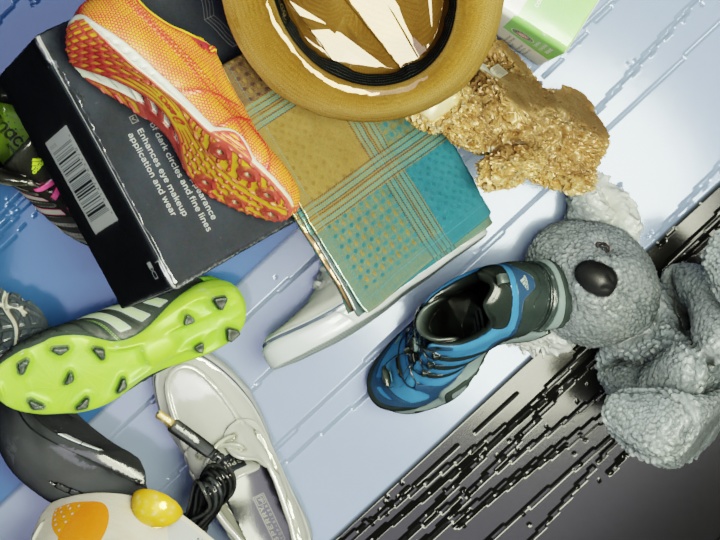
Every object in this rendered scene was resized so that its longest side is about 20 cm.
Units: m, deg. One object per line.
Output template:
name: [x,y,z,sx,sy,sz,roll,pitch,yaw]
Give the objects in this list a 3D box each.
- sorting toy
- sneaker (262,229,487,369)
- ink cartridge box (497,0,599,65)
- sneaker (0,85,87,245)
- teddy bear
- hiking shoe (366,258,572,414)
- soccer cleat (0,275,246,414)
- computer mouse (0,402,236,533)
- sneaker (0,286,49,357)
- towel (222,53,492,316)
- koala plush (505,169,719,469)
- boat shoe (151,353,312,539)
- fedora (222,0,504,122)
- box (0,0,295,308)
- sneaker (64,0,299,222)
sorting toy: [-0.159,0.276,1.276,0.200,0.180,0.107,42,129,-18]
sneaker: [0.000,0.000,1.353,0.200,0.073,0.071,-35,85,-8]
ink cartridge box: [0.080,-0.242,1.294,0.200,0.146,0.084,33,92,-4]
sneaker: [-0.233,-0.077,1.327,0.200,0.087,0.074,38,92,-4]
teddy bear: [0.095,-0.114,1.292,0.067,0.200,0.145,-46,61,29]
hiking shoe: [0.061,0.044,1.307,0.200,0.087,0.075,-38,57,37]
soccer cleat: [-0.183,0.055,1.325,0.199,0.081,0.068,-19,110,-17]
computer mouse: [-0.192,0.145,1.326,0.200,0.046,0.141,38,126,1]
sneaker: [-0.329,0.074,1.343,0.199,0.078,0.086,-14,137,1]
towel: [-0.003,-0.086,1.258,0.146,0.022,0.200,-34,95,-30]
koala plush: [0.203,0.033,1.327,0.200,0.184,0.178,33,91,18]
boat shoe: [-0.100,0.150,1.355,0.072,0.066,0.201,-25,94,1]
fedora: [0.001,-0.201,1.186,0.200,0.082,0.201,-1,115,-1]
box: [-0.122,-0.107,1.277,0.200,0.117,0.197,-30,94,-27]
sneaker: [-0.106,-0.115,1.183,0.200,0.073,0.077,47,54,-15]
